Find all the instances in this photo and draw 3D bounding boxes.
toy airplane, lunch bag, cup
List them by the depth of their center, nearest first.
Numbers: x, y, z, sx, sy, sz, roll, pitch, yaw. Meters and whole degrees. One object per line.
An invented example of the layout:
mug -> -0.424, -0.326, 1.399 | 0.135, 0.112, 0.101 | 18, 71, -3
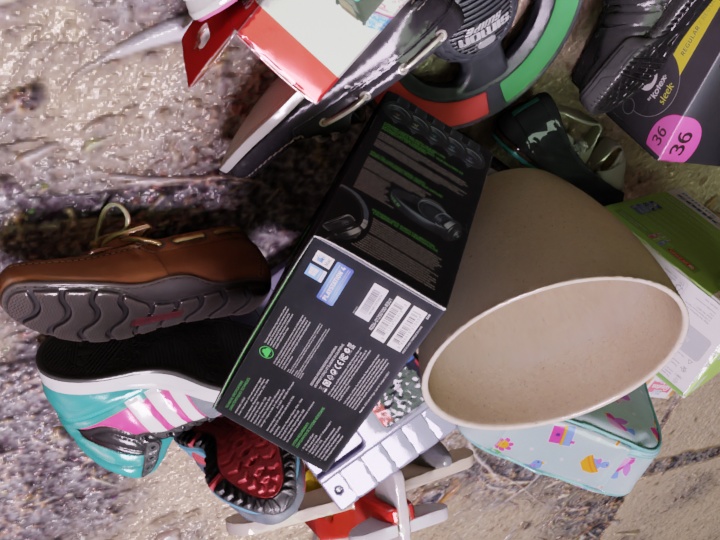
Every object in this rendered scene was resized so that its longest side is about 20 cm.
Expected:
cup -> 0.129, 0.009, 0.811 | 0.198, 0.144, 0.201 | -8, 144, -6
toy airplane -> -0.007, 0.200, 1.002 | 0.197, 0.143, 0.200 | -19, 168, 18
lunch bag -> 0.178, 0.112, 1.006 | 0.198, 0.161, 0.077 | 22, 124, -10

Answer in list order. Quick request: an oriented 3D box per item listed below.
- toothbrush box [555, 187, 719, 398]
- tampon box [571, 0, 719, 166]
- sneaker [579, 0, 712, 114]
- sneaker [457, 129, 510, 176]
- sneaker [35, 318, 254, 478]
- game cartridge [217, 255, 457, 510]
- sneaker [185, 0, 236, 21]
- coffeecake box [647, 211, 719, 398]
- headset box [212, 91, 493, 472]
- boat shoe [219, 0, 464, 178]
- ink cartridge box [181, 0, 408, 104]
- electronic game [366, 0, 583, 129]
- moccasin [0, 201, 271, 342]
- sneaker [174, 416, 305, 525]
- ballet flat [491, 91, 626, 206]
toothbrush box -> 0.278, 0.011, 0.925 | 0.199, 0.145, 0.087 | -16, 142, -53
tampon box -> 0.305, -0.177, 0.865 | 0.198, 0.127, 0.151 | 0, 128, -34
sneaker -> 0.204, -0.220, 0.774 | 0.060, 0.105, 0.200 | -9, 144, -50
sneaker -> 0.102, -0.045, 0.895 | 0.199, 0.070, 0.094 | 24, 107, -49
sneaker -> -0.146, 0.107, 0.836 | 0.197, 0.084, 0.122 | 3, 134, -3
game cartridge -> -0.021, 0.084, 0.881 | 0.129, 0.038, 0.201 | -34, 104, 4
sneaker -> -0.056, -0.241, 0.594 | 0.087, 0.074, 0.201 | 38, 91, -27
coffeecake box -> 0.320, 0.035, 1.121 | 0.152, 0.073, 0.201 | 10, 122, -41
headset box -> 0.000, 0.000, 0.733 | 0.092, 0.201, 0.175 | 29, 129, -5
boat shoe -> -0.016, -0.122, 0.713 | 0.060, 0.074, 0.200 | 38, 115, -22
ink cartridge box -> -0.019, -0.180, 0.637 | 0.067, 0.116, 0.200 | 38, 104, -26
electronic game -> 0.078, -0.186, 0.767 | 0.198, 0.042, 0.201 | -20, 137, -19
moccasin -> -0.159, -0.001, 0.763 | 0.200, 0.078, 0.074 | -11, 150, -31
sneaker -> -0.079, 0.161, 0.864 | 0.079, 0.200, 0.096 | -41, 113, -11
ballet flat -> 0.188, -0.093, 0.914 | 0.073, 0.073, 0.199 | -46, 136, 13
